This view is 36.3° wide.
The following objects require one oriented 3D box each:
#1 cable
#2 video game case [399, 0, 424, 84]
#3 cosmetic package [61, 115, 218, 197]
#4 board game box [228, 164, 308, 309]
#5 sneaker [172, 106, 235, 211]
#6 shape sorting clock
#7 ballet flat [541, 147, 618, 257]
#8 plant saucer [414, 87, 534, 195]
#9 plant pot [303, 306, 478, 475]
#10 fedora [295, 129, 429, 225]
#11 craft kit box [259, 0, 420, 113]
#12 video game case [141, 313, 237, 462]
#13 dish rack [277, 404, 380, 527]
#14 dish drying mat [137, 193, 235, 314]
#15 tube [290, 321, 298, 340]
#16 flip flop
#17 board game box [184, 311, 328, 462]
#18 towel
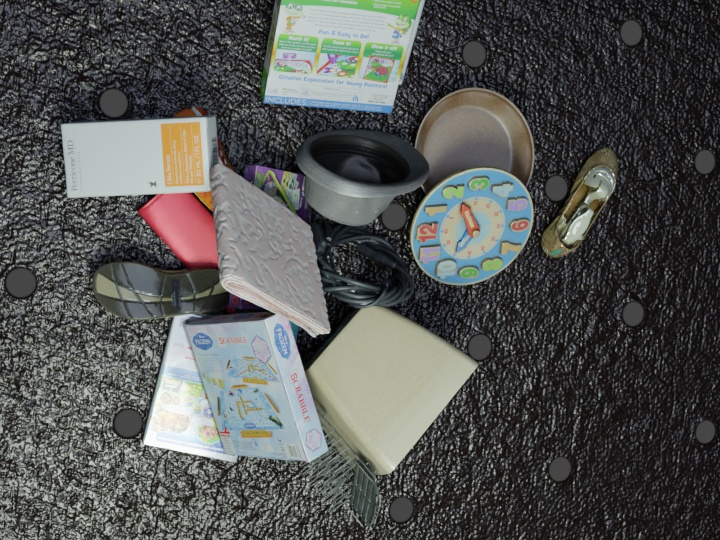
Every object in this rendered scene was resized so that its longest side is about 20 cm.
[{"bbox_3d":[0.000,0.000,1.574,0.162,0.201,0.051,17,117,-25],"label":"cable"},{"bbox_3d":[-0.013,-0.357,1.569,0.198,0.022,0.184,2,130,-17],"label":"video game case"},{"bbox_3d":[-0.296,-0.155,1.490,0.197,0.071,0.103,-3,99,4],"label":"cosmetic package"},{"bbox_3d":[-0.128,-0.044,1.576,0.120,0.032,0.203,6,92,-56],"label":"board game box"},{"bbox_3d":[-0.217,-0.131,1.562,0.076,0.073,0.202,-22,96,7],"label":"sneaker"},{"bbox_3d":[0.169,-0.064,1.657,0.198,0.039,0.202,-7,123,-10],"label":"shape sorting clock"},{"bbox_3d":[0.359,-0.105,1.732,0.070,0.065,0.201,32,84,-16],"label":"ballet flat"},{"bbox_3d":[0.170,-0.177,1.684,0.198,0.037,0.203,-1,95,-16],"label":"plant saucer"},{"bbox_3d":[0.018,0.160,1.580,0.177,0.200,0.200,42,73,-2],"label":"plant pot"},{"bbox_3d":[-0.005,-0.127,1.589,0.199,0.177,0.091,-15,134,-40],"label":"fedora"},{"bbox_3d":[-0.031,-0.323,1.551,0.198,0.049,0.199,2,132,-17],"label":"craft kit box"},{"bbox_3d":[-0.225,0.167,1.598,0.142,0.018,0.202,14,90,-18],"label":"video game case"},{"bbox_3d":[-0.048,0.276,1.555,0.054,0.154,0.200,-31,61,-25],"label":"dish rack"},{"bbox_3d":[-0.227,-0.036,1.583,0.077,0.018,0.200,-43,106,-8],"label":"dish drying mat"},{"bbox_3d":[-0.109,0.086,1.573,0.050,0.078,0.202,12,109,-3],"label":"tube"},{"bbox_3d":[-0.279,0.027,1.551,0.198,0.057,0.082,-1,91,-22],"label":"flip flop"},{"bbox_3d":[-0.146,0.158,1.511,0.041,0.199,0.202,-24,102,-40],"label":"board game box"},{"bbox_3d":[-0.122,-0.024,1.447,0.032,0.201,0.190,-34,136,24],"label":"towel"}]
